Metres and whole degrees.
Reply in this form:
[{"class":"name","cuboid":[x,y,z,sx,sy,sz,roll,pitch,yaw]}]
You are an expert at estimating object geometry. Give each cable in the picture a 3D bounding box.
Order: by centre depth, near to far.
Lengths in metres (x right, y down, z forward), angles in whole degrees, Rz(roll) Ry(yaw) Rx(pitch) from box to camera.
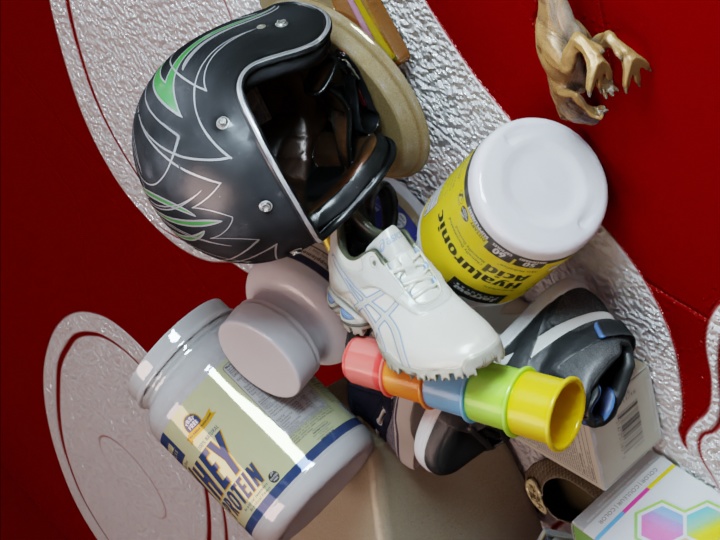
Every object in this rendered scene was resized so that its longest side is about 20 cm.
[{"class":"cable","cuboid":[0.000,0.000,1.633,0.050,0.097,0.201,-15,86,45]}]

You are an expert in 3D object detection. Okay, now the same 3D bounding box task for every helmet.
[{"class":"helmet","cuboid":[-0.086,-0.100,1.499,0.200,0.191,0.200,36,155,20]}]

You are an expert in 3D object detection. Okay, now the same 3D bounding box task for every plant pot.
[{"class":"plant pot","cuboid":[0.035,0.200,1.891,0.200,0.199,0.178,21,129,50]}]

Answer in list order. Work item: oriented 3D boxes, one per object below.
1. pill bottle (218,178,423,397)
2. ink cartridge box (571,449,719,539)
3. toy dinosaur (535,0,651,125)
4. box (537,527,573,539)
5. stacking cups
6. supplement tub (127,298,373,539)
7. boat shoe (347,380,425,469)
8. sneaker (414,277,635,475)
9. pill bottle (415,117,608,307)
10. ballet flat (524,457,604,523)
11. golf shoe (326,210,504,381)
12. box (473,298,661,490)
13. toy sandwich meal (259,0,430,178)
[{"class":"pill bottle","cuboid":[-0.032,0.013,1.693,0.119,0.200,0.120,29,148,20]},{"class":"ink cartridge box","cuboid":[0.285,0.245,1.588,0.200,0.104,0.059,34,152,36]},{"class":"toy dinosaur","cuboid":[0.141,-0.164,1.326,0.106,0.060,0.201,32,149,41]},{"class":"box","cuboid":[0.193,0.331,1.752,0.040,0.136,0.201,-100,28,-53]},{"class":"stacking cups","cuboid":[0.079,0.090,1.503,0.199,0.061,0.061,14,138,35]},{"class":"supplement tub","cuboid":[-0.102,0.138,1.748,0.200,0.145,0.145,44,155,11]},{"class":"boat shoe","cuboid":[0.031,0.099,1.682,0.093,0.075,0.200,38,153,19]},{"class":"sneaker","cuboid":[0.136,0.108,1.525,0.073,0.200,0.112,35,-171,-47]},{"class":"pill bottle","cuboid":[0.109,-0.036,1.502,0.111,0.111,0.200,50,157,3]},{"class":"ballet flat","cuboid":[0.209,0.217,1.756,0.200,0.046,0.068,10,133,57]},{"class":"golf shoe","cuboid":[0.033,0.017,1.489,0.200,0.078,0.098,29,139,46]},{"class":"box","cuboid":[0.156,0.096,1.643,0.200,0.078,0.095,30,148,41]},{"class":"toy sandwich meal","cuboid":[-0.006,-0.168,1.588,0.205,0.070,0.205,36,154,21]}]
